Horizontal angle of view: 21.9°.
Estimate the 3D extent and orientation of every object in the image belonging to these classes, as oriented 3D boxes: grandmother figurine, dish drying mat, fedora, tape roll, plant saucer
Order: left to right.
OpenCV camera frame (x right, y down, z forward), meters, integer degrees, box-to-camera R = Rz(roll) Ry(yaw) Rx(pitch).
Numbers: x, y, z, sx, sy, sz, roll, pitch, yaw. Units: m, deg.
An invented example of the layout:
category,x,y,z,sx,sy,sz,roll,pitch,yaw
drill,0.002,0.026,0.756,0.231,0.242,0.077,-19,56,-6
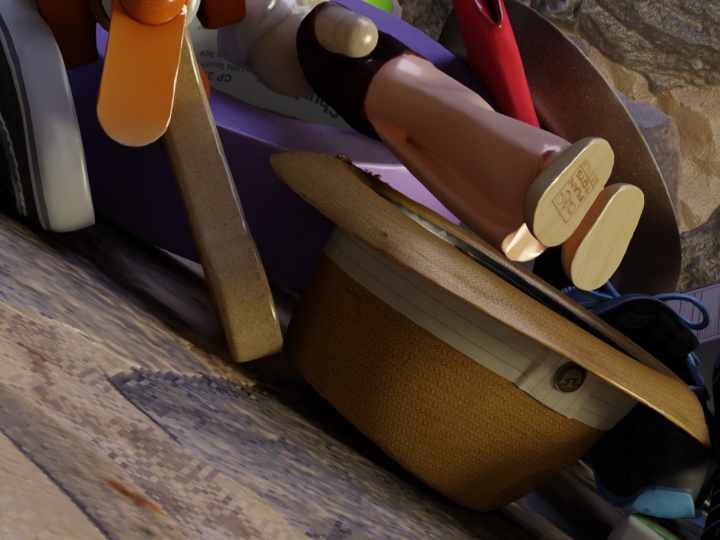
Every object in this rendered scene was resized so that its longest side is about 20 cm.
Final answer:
category,x,y,z,sx,sy,sz,roll,pitch,yaw
tape roll,-0.042,-0.072,0.846,0.199,0.066,0.200,15,29,-8
grandmother figurine,0.015,-0.066,0.733,0.200,0.061,0.121,33,-15,38
fedora,0.035,0.033,0.697,0.200,0.082,0.201,33,6,-4
dish drying mat,0.069,-0.084,0.874,0.200,0.018,0.077,65,1,-58
plant saucer,0.096,-0.056,1.013,0.200,0.034,0.201,51,-17,23

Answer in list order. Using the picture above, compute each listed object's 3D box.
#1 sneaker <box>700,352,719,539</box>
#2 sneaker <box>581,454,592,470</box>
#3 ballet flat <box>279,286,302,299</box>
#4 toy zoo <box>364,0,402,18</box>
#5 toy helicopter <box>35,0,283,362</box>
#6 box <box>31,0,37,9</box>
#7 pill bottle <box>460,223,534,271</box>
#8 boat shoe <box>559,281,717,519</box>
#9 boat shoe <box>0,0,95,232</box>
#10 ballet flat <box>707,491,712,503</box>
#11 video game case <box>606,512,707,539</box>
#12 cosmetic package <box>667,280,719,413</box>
category,x,y,z,sx,sy,sz,roll,pitch,yaw
sneaker,0.154,0.092,0.699,0.070,0.078,0.200,40,17,-16
sneaker,0.097,0.053,1.002,0.085,0.077,0.200,20,3,-22
ballet flat,0.000,0.000,0.876,0.200,0.067,0.067,37,9,15
toy zoo,-0.084,-0.158,0.951,0.131,0.021,0.200,0,-15,34
toy helicopter,-0.064,-0.064,0.676,0.132,0.078,0.201,104,-31,-71
box,-0.170,-0.133,1.014,0.200,0.069,0.082,27,9,-45
pill bottle,0.012,-0.038,1.012,0.112,0.113,0.200,30,7,-31
boat shoe,0.131,0.042,0.846,0.084,0.069,0.200,5,19,-13
boat shoe,-0.148,-0.074,0.718,0.200,0.056,0.069,-122,-159,-49
ballet flat,0.200,0.095,1.173,0.200,0.074,0.074,35,6,16
video game case,0.208,0.170,0.814,0.200,0.022,0.182,35,6,19
cosmetic package,0.235,0.089,0.966,0.200,0.082,0.051,55,34,-29
